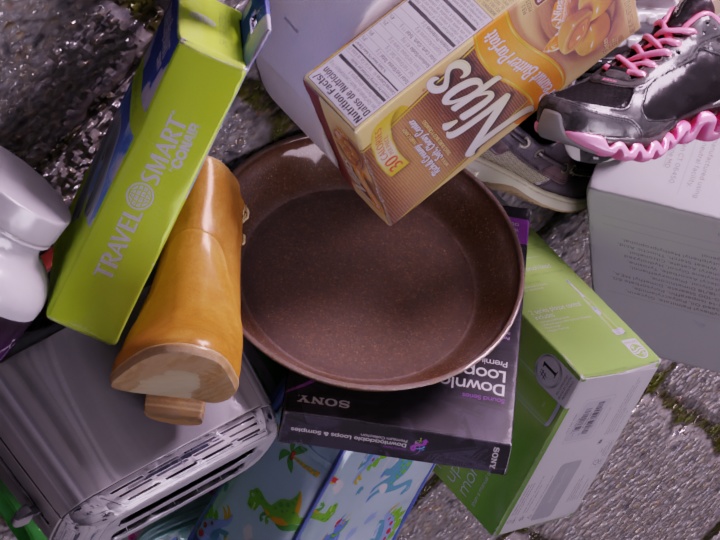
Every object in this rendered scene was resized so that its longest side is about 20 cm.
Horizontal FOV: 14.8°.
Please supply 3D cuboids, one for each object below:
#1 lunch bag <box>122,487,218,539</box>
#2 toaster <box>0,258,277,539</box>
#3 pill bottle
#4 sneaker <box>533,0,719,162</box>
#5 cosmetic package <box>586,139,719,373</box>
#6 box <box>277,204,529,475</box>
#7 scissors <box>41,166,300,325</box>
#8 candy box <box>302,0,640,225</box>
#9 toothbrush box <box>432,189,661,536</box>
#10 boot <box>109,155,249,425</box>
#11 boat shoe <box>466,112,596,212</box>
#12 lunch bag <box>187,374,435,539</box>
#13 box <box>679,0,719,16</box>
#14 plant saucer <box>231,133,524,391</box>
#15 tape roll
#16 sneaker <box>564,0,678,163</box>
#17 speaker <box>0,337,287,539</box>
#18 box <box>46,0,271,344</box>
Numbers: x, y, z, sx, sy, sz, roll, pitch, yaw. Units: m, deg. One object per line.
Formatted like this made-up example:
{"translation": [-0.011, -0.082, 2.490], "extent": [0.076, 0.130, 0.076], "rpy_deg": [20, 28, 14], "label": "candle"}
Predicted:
{"translation": [-0.125, 0.210, 1.940], "extent": [0.160, 0.077, 0.200], "rpy_deg": [-22, 143, -33], "label": "lunch bag"}
{"translation": [-0.140, 0.082, 1.684], "extent": [0.200, 0.129, 0.114], "rpy_deg": [-28, 170, -23], "label": "toaster"}
{"translation": [-0.249, 0.025, 1.523], "extent": [0.200, 0.112, 0.112], "rpy_deg": [-50, 149, 13], "label": "pill bottle"}
{"translation": [0.183, -0.122, 1.670], "extent": [0.200, 0.079, 0.096], "rpy_deg": [-14, 116, -40], "label": "sneaker"}
{"translation": [0.260, -0.046, 1.924], "extent": [0.200, 0.165, 0.165], "rpy_deg": [81, 28, -56], "label": "cosmetic package"}
{"translation": [0.030, 0.033, 1.732], "extent": [0.143, 0.200, 0.036], "rpy_deg": [8, 139, -1], "label": "box"}
{"translation": [-0.121, -0.029, 1.703], "extent": [0.200, 0.014, 0.073], "rpy_deg": [-33, 147, -14], "label": "scissors"}
{"translation": [0.068, -0.128, 1.619], "extent": [0.200, 0.055, 0.115], "rpy_deg": [-39, 151, -9], "label": "candy box"}
{"translation": [0.085, 0.056, 1.869], "extent": [0.086, 0.200, 0.146], "rpy_deg": [-8, 136, -43], "label": "toothbrush box"}
{"translation": [-0.097, 0.003, 1.555], "extent": [0.071, 0.144, 0.201], "rpy_deg": [7, 169, -3], "label": "boot"}
{"translation": [0.113, -0.089, 1.848], "extent": [0.200, 0.072, 0.065], "rpy_deg": [12, 125, -48], "label": "boat shoe"}
{"translation": [-0.017, 0.133, 1.811], "extent": [0.161, 0.082, 0.200], "rpy_deg": [-16, 142, -50], "label": "lunch bag"}
{"translation": [0.209, -0.182, 1.821], "extent": [0.200, 0.095, 0.078], "rpy_deg": [-44, 149, 0], "label": "box"}
{"translation": [0.000, 0.000, 1.701], "extent": [0.200, 0.200, 0.037], "rpy_deg": [-26, 153, -27], "label": "plant saucer"}
{"translation": [0.036, -0.153, 1.675], "extent": [0.202, 0.071, 0.203], "rpy_deg": [-30, 148, -21], "label": "tape roll"}
{"translation": [0.162, -0.167, 1.741], "extent": [0.075, 0.081, 0.200], "rpy_deg": [7, 103, -19], "label": "sneaker"}
{"translation": [-0.142, 0.104, 1.779], "extent": [0.200, 0.088, 0.089], "rpy_deg": [-34, 149, -16], "label": "speaker"}
{"translation": [-0.114, -0.070, 1.541], "extent": [0.048, 0.122, 0.200], "rpy_deg": [24, 106, -12], "label": "box"}
